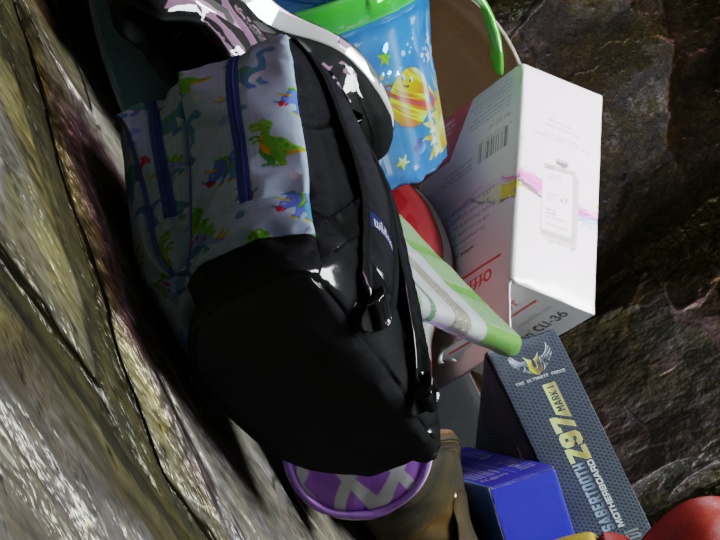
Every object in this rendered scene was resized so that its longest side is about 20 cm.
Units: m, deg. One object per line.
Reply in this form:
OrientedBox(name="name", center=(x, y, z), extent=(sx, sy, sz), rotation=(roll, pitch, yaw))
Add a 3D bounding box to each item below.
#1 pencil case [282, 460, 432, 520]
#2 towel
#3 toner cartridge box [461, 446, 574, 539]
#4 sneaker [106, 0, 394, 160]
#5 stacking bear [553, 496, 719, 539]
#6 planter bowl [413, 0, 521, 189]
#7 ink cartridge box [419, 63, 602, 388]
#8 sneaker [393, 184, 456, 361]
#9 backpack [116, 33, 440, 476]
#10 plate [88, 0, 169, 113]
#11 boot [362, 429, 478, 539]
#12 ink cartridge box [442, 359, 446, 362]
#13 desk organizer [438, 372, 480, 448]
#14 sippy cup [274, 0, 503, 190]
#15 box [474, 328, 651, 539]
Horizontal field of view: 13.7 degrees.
OrientedBox(name="pencil case", center=(-0.005, 0.059, 1.557), extent=(0.200, 0.084, 0.086), rotation=(-106, -168, -72))
OrientedBox(name="towel", center=(-0.012, -0.015, 1.601), extent=(0.200, 0.031, 0.149), rotation=(23, 20, -52))
OrientedBox(name="toner cartridge box", center=(0.082, 0.160, 1.780), extent=(0.200, 0.043, 0.095), rotation=(177, -104, -78))
OrientedBox(name="sneaker", center=(-0.063, -0.100, 1.578), extent=(0.200, 0.076, 0.088), rotation=(39, 36, -30))
OrientedBox(name="stacking bear", center=(0.121, 0.182, 1.507), extent=(0.114, 0.200, 0.121), rotation=(60, 5, -22))
OrientedBox(name="planter bowl", center=(0.001, -0.094, 2.052), extent=(0.200, 0.200, 0.135), rotation=(62, -22, 7))
OrientedBox(name="ink cartridge box", center=(0.090, -0.013, 1.879), extent=(0.067, 0.116, 0.200), rotation=(21, 58, -26))
OrientedBox(name="sneaker", center=(0.000, 0.000, 1.806), extent=(0.116, 0.078, 0.200), rotation=(53, 27, -44))
OrientedBox(name="backpack", center=(-0.041, -0.018, 1.405), extent=(0.163, 0.154, 0.200), rotation=(54, 31, -47))
OrientedBox(name="plate", center=(-0.093, -0.112, 1.656), extent=(0.200, 0.026, 0.200), rotation=(-90, 154, -47))
OrientedBox(name="boot", center=(0.044, 0.148, 1.657), extent=(0.097, 0.075, 0.200), rotation=(60, 2, 12))
OrientedBox(name="ink cartridge box", center=(-0.008, -0.021, 1.926), extent=(0.200, 0.094, 0.044), rotation=(63, -32, 6))
OrientedBox(name="desk organizer", center=(0.070, 0.137, 2.030), extent=(0.200, 0.072, 0.077), rotation=(65, 3, 34))
OrientedBox(name="sippy cup", center=(-0.009, -0.113, 1.847), extent=(0.140, 0.178, 0.130), rotation=(-38, 115, -51))
OrientedBox(name="box", center=(0.121, 0.151, 1.821), extent=(0.200, 0.051, 0.158), rotation=(93, -23, -60))
